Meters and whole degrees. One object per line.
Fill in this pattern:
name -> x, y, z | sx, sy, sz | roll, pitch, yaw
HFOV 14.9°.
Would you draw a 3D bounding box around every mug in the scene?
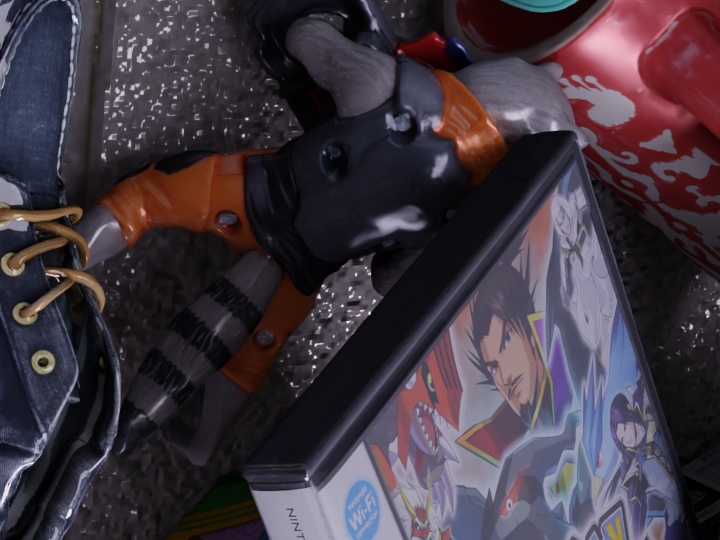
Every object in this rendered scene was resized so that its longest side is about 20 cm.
mug -> 0.149, -0.072, 1.018 | 0.200, 0.177, 0.134 | 34, 74, -33

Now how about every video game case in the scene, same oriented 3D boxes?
video game case -> 0.047, 0.082, 0.867 | 0.200, 0.025, 0.181 | -49, 126, -48

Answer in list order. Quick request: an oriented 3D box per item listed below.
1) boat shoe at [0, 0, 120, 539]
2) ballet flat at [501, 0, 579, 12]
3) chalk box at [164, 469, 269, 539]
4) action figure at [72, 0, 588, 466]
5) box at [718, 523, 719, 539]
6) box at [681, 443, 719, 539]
boat shoe -> -0.108, -0.001, 0.871 | 0.071, 0.091, 0.201 | -2, 113, -62
ballet flat -> 0.009, -0.168, 0.928 | 0.200, 0.074, 0.074 | 40, 81, -20
chalk box -> -0.009, 0.166, 0.946 | 0.124, 0.200, 0.125 | -47, 113, -14
action figure -> 0.000, 0.000, 0.954 | 0.193, 0.105, 0.200 | -35, 112, 10
box -> 0.193, 0.124, 1.002 | 0.200, 0.123, 0.200 | 50, 47, -71
box -> 0.125, 0.193, 1.157 | 0.198, 0.050, 0.201 | -26, 119, -26
